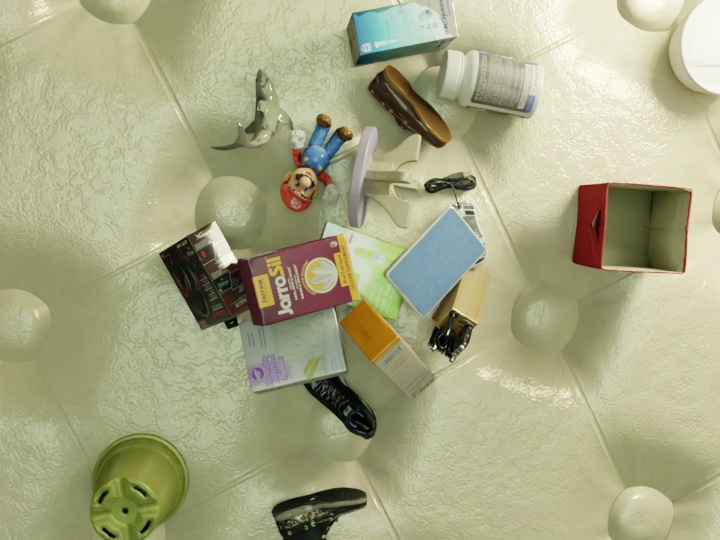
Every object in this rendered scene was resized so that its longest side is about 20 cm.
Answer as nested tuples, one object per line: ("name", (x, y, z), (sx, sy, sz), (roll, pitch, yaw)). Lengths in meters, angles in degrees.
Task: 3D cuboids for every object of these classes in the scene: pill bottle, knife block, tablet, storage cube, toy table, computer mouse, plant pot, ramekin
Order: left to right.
("plant pot", (-0.450, 0.445, 1.674), (0.198, 0.184, 0.203), (0, 94, -4))
("toy table", (0.052, -0.180, 1.689), (0.116, 0.184, 0.202), (9, 102, 11))
("tablet", (0.153, -0.018, 1.708), (0.200, 0.014, 0.130), (-46, 111, -10))
("computer mouse", (0.207, -0.102, 1.765), (0.109, 0.044, 0.202), (-15, 90, -10))
("knife block", (0.207, 0.083, 1.710), (0.064, 0.176, 0.201), (31, 91, -7))
("pill bottle", (0.259, -0.379, 1.712), (0.198, 0.114, 0.115), (10, 93, -6))
("storage cube", (0.545, -0.088, 1.725), (0.198, 0.180, 0.173), (3, 94, -4))
("ramekin", (0.736, -0.460, 1.758), (0.200, 0.094, 0.205), (0, 94, -5))

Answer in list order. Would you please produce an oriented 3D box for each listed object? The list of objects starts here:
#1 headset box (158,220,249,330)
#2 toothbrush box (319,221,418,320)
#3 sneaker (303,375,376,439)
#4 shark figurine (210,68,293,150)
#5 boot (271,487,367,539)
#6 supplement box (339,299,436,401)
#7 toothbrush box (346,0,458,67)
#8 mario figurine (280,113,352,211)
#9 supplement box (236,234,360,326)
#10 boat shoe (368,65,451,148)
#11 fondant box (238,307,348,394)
("headset box", (-0.294, 0.022, 1.669), (0.075, 0.148, 0.201), (-33, 98, -36))
("toothbrush box", (0.000, 0.000, 1.731), (0.198, 0.086, 0.147), (20, 92, -5))
("sneaker", (-0.040, 0.264, 1.733), (0.200, 0.112, 0.073), (40, 89, -6))
("shark figurine", (-0.213, -0.282, 1.686), (0.089, 0.216, 0.128), (-13, 132, 32))
("boot", (-0.074, 0.546, 1.773), (0.201, 0.074, 0.156), (-11, 98, 0))
("supplement box", (0.057, 0.160, 1.678), (0.073, 0.126, 0.200), (-42, 140, -1))
("toothbrush box", (0.080, -0.471, 1.673), (0.198, 0.146, 0.086), (-11, 95, -3))
("mario figurine", (-0.091, -0.210, 1.695), (0.123, 0.106, 0.201), (24, 83, 28))
("supplement box", (-0.117, 0.017, 1.606), (0.198, 0.103, 0.132), (-16, 94, -18))
("boat shoe", (0.100, -0.324, 1.731), (0.200, 0.070, 0.070), (48, 127, -4))
("fondant box", (-0.134, 0.157, 1.718), (0.198, 0.058, 0.146), (-13, 78, 2))
